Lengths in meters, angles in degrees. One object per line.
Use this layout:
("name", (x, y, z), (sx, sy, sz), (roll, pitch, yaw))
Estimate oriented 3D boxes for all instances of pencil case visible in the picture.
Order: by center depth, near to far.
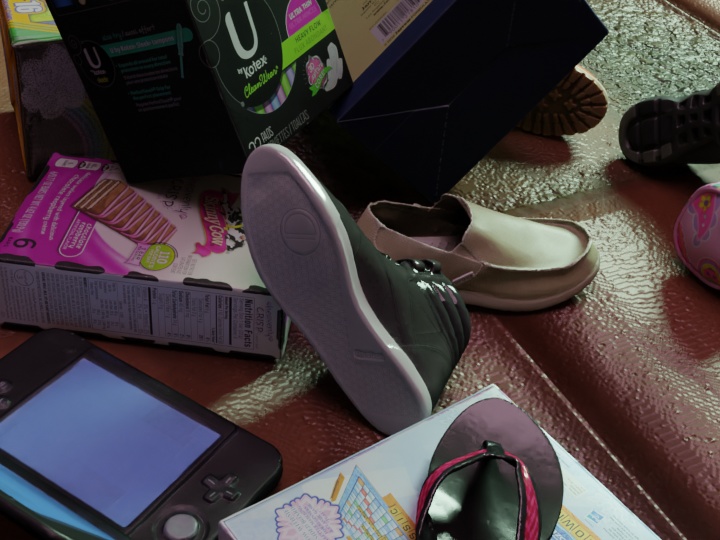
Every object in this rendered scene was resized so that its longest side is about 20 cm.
("pencil case", (0.340, -0.046, 0.834), (0.199, 0.088, 0.088), (-15, 42, -26))

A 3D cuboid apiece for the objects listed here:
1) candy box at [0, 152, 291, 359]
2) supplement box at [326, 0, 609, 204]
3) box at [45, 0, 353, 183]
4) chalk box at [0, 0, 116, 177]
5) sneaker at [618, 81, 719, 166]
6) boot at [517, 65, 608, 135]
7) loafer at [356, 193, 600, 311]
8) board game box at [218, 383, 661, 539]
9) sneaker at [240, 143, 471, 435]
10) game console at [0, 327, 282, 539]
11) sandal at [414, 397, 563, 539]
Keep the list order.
("candy box", (-0.140, -0.014, 0.755), (0.198, 0.061, 0.137), (7, 38, 1))
("supplement box", (0.053, -0.207, 0.886), (0.134, 0.200, 0.200), (36, 16, -42))
("box", (-0.116, -0.184, 0.737), (0.123, 0.201, 0.149), (-2, 31, 34))
("chalk box", (-0.192, -0.172, 0.899), (0.198, 0.125, 0.124), (-10, 40, -20))
("sneaker", (0.315, -0.127, 0.899), (0.079, 0.076, 0.199), (-4, 5, -37))
("boot", (0.148, -0.191, 1.010), (0.199, 0.076, 0.107), (22, 36, 22))
("loafer", (0.083, -0.017, 0.779), (0.198, 0.069, 0.076), (-4, 39, -11))
("board game box", (0.059, 0.169, 0.563), (0.198, 0.041, 0.200), (-21, 45, -30))
("sneaker", (0.000, 0.000, 0.693), (0.201, 0.070, 0.099), (58, 37, -5))
("game console", (-0.165, 0.082, 0.586), (0.199, 0.117, 0.176), (25, 42, 23))
("sandal", (0.057, 0.131, 0.538), (0.075, 0.045, 0.200), (17, 40, 14))
